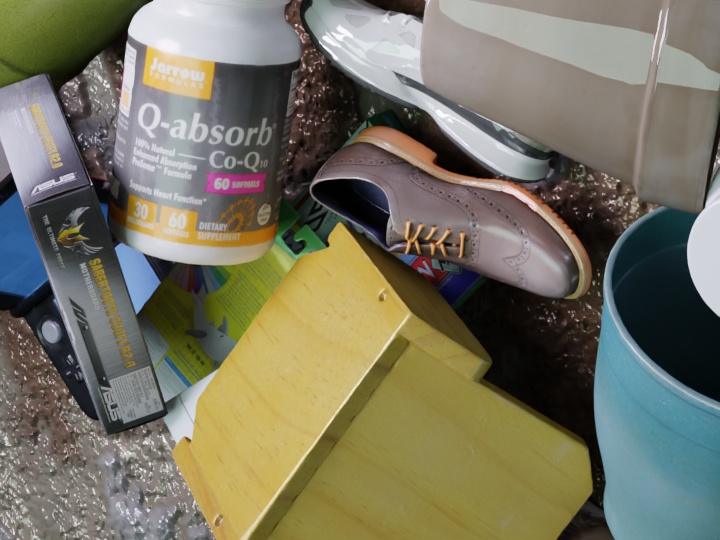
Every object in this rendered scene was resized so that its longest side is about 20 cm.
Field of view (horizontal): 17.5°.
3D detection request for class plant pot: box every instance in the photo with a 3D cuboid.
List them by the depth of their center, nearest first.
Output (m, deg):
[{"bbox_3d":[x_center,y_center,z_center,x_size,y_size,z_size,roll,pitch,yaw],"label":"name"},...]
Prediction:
[{"bbox_3d":[0.131,-0.147,1.334,0.173,0.200,0.200,13,117,9],"label":"plant pot"},{"bbox_3d":[0.227,0.090,1.399,0.200,0.200,0.188,32,135,24],"label":"plant pot"},{"bbox_3d":[-0.203,-0.239,1.611,0.193,0.200,0.200,-26,91,29],"label":"plant pot"}]

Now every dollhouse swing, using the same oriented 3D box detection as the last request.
[{"bbox_3d":[0.021,0.114,1.533,0.200,0.176,0.182,-55,34,13],"label":"dollhouse swing"}]

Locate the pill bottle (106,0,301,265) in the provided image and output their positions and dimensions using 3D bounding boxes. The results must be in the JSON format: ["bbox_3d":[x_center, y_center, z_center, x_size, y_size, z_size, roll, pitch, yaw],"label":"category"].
[{"bbox_3d":[-0.100,-0.113,1.537,0.116,0.116,0.200,19,111,31],"label":"pill bottle"}]

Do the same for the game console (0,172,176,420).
[{"bbox_3d":[-0.222,0.022,1.761,0.200,0.119,0.172,-36,84,41],"label":"game console"}]

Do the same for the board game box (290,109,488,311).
[{"bbox_3d":[0.000,0.000,1.639,0.135,0.029,0.200,52,130,10],"label":"board game box"}]

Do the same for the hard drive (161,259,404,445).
[{"bbox_3d":[-0.024,0.100,1.580,0.200,0.027,0.132,-32,81,17],"label":"hard drive"}]

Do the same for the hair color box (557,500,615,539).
[{"bbox_3d":[0.194,0.243,1.538,0.200,0.100,0.061,33,124,23],"label":"hair color box"}]

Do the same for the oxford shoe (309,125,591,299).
[{"bbox_3d":[0.057,-0.024,1.513,0.200,0.073,0.071,26,132,30],"label":"oxford shoe"}]

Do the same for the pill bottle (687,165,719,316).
[{"bbox_3d":[0.260,-0.039,1.303,0.111,0.200,0.111,15,119,28],"label":"pill bottle"}]

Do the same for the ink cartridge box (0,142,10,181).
[{"bbox_3d":[-0.337,-0.112,1.721,0.083,0.200,0.147,-24,71,43],"label":"ink cartridge box"}]

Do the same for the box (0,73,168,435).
[{"bbox_3d":[-0.194,-0.011,1.597,0.158,0.048,0.200,-118,12,-54],"label":"box"}]

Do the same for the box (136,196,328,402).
[{"bbox_3d":[-0.083,0.030,1.659,0.117,0.048,0.200,49,126,12],"label":"box"}]

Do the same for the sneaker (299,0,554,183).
[{"bbox_3d":[0.062,-0.156,1.512,0.200,0.076,0.115,35,117,13],"label":"sneaker"}]
